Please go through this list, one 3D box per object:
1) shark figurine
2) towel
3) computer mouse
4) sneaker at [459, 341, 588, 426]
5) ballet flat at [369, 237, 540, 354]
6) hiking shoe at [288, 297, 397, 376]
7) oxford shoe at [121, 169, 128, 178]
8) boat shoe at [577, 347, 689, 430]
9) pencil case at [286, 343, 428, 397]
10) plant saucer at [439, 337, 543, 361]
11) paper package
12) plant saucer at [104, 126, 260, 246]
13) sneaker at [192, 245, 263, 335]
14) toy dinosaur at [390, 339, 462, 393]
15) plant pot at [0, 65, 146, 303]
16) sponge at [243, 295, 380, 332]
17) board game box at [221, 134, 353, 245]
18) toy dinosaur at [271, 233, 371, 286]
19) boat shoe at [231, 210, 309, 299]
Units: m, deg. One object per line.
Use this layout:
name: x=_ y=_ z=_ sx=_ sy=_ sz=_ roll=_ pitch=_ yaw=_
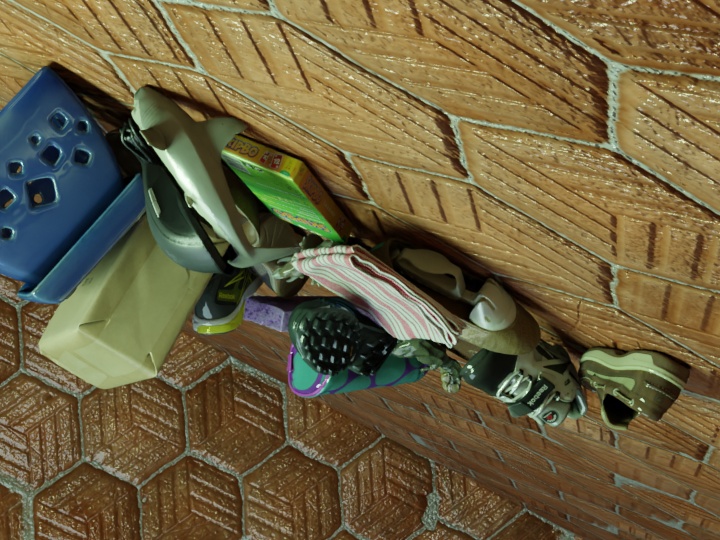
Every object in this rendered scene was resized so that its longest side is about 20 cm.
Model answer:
shark figurine: x=-0.131 y=-0.093 z=1.420 sx=0.216 sy=0.089 sz=0.128 roll=55 pitch=179 yaw=-6
towel: x=0.012 y=0.027 z=1.547 sx=0.146 sy=0.030 sz=0.200 roll=36 pitch=167 yaw=-15
computer mouse: x=-0.183 y=-0.046 z=1.507 sx=0.201 sy=0.046 sz=0.141 roll=55 pitch=176 yaw=35
sneaker: x=0.186 y=0.122 z=1.643 sx=0.199 sy=0.074 sz=0.089 roll=9 pitch=-137 yaw=-50
ballet flat: x=0.100 y=0.021 z=1.561 sx=0.198 sy=0.068 sz=0.072 roll=29 pitch=152 yaw=2
hiking shoe: x=-0.038 y=0.066 z=1.647 sx=0.086 sy=0.075 sz=0.200 roll=34 pitch=-178 yaw=26
oxford shoe: x=-0.240 y=-0.091 z=1.835 sx=0.199 sy=0.075 sz=0.058 roll=26 pitch=-144 yaw=-51
boat shoe: x=0.268 y=0.126 z=1.598 sx=0.074 sy=0.076 sz=0.202 roll=27 pitch=170 yaw=-7
pencil case: x=0.000 y=0.108 z=1.925 sx=0.198 sy=0.086 sz=0.092 roll=-3 pitch=-165 yaw=-43
plant saucer: x=0.154 y=0.090 z=1.823 sx=0.199 sy=0.037 sz=0.201 roll=25 pitch=169 yaw=5
paper package: x=-0.257 y=0.025 z=1.721 sx=0.103 sy=0.192 sz=0.200 roll=33 pitch=160 yaw=-17
plant saucer: x=-0.184 y=-0.097 z=1.642 sx=0.199 sy=0.035 sz=0.201 roll=30 pitch=164 yaw=9
sneaker: x=-0.155 y=-0.008 z=1.828 sx=0.073 sy=0.201 sz=0.085 roll=1 pitch=124 yaw=6
toy dinosaur: x=0.053 y=0.088 z=1.842 sx=0.087 sy=0.048 sz=0.200 roll=2 pitch=155 yaw=36
plant pot: x=-0.342 y=-0.075 z=1.619 sx=0.180 sy=0.200 sz=0.200 roll=44 pitch=167 yaw=-13
sponge: x=-0.039 y=0.052 z=1.880 sx=0.198 sy=0.030 sz=0.111 roll=1 pitch=-174 yaw=-34
board game box: x=-0.072 y=-0.079 z=1.540 sx=0.095 sy=0.030 sz=0.200 roll=24 pitch=167 yaw=22
toy dinosaur: x=0.000 y=0.000 z=1.694 sx=0.197 sy=0.078 sz=0.102 roll=15 pitch=-174 yaw=5
boat shoe: x=-0.107 y=-0.026 z=1.794 sx=0.064 sy=0.072 sz=0.200 roll=32 pitch=173 yaw=21
